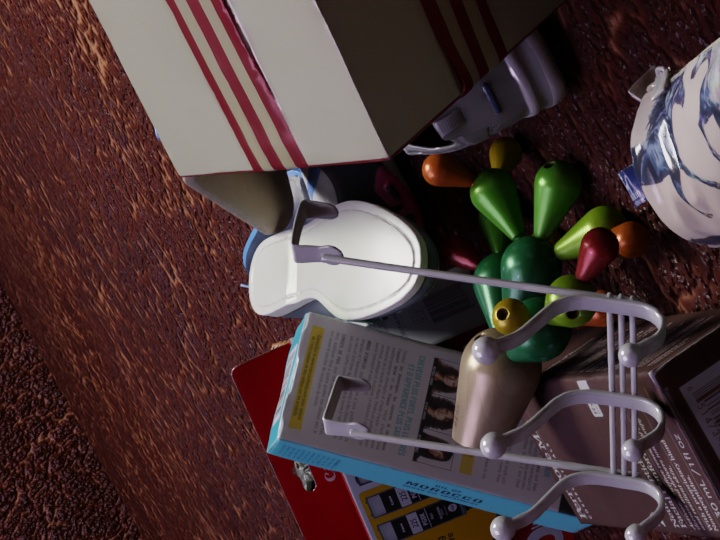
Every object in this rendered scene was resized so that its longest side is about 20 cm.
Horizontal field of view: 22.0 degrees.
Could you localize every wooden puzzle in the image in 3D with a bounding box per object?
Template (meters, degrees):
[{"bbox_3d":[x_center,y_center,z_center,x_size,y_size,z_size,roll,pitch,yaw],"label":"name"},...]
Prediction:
[{"bbox_3d":[-0.100,-0.132,1.148,0.185,0.046,0.201,34,-135,-72],"label":"wooden puzzle"}]

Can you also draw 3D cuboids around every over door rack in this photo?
[{"bbox_3d":[0.053,0.060,0.926,0.199,0.067,0.148,17,139,24],"label":"over door rack"}]

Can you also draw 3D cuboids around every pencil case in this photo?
[{"bbox_3d":[0.167,-0.072,0.723,0.089,0.078,0.200,38,161,1],"label":"pencil case"}]

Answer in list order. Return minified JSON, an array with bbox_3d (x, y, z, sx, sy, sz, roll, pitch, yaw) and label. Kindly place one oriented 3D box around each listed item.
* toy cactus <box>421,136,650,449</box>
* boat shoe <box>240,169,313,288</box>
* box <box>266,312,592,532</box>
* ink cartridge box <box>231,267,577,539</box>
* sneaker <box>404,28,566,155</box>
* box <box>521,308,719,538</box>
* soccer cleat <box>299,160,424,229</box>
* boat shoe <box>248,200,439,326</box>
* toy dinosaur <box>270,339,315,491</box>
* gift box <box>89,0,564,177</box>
[{"bbox_3d":[0.080,0.019,1.011,0.200,0.102,0.166,-139,62,-65],"label":"toy cactus"},{"bbox_3d":[-0.047,-0.007,1.393,0.200,0.084,0.069,98,149,-67],"label":"boat shoe"},{"bbox_3d":[0.050,0.093,1.120,0.199,0.083,0.049,16,162,-6],"label":"box"},{"bbox_3d":[0.031,0.126,1.232,0.084,0.175,0.201,-115,2,-62],"label":"ink cartridge box"},{"bbox_3d":[0.033,-0.103,1.021,0.075,0.082,0.200,62,165,-10],"label":"sneaker"},{"bbox_3d":[0.162,0.082,1.003,0.100,0.075,0.200,60,164,-3],"label":"box"},{"bbox_3d":[-0.006,-0.068,1.240,0.086,0.070,0.201,-109,-1,-53],"label":"soccer cleat"},{"bbox_3d":[0.000,0.000,1.155,0.200,0.062,0.073,-9,75,59],"label":"boat shoe"},{"bbox_3d":[-0.010,0.104,1.516,0.200,0.102,0.136,-117,20,-62],"label":"toy dinosaur"},{"bbox_3d":[-0.045,-0.163,0.902,0.199,0.185,0.187,-4,121,41],"label":"gift box"}]
